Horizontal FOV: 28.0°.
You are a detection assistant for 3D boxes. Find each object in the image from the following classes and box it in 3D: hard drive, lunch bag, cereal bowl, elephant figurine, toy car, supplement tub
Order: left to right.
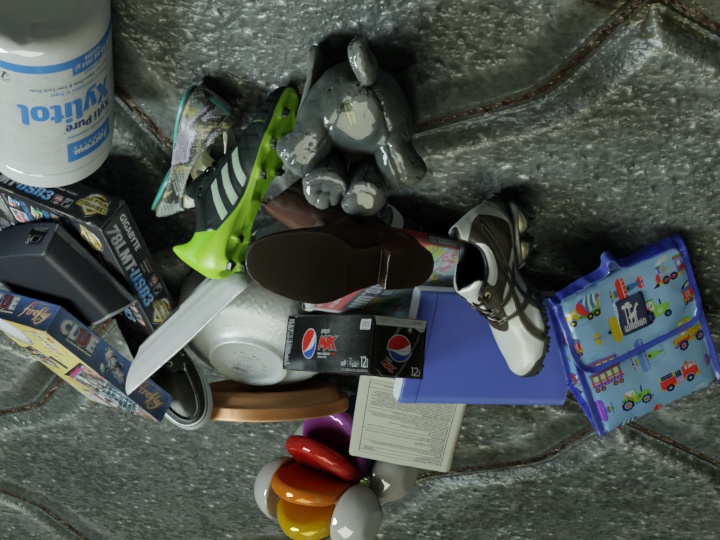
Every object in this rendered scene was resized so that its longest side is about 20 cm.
[{"bbox_3d":[-0.295,-0.186,1.341,0.132,0.132,0.200,12,146,1],"label":"supplement tub"},{"bbox_3d":[-0.336,0.009,1.570,0.135,0.042,0.200,47,153,-23],"label":"hard drive"},{"bbox_3d":[-0.123,0.077,1.701,0.199,0.083,0.200,8,145,5],"label":"cereal bowl"},{"bbox_3d":[-0.036,0.241,1.826,0.175,0.200,0.150,15,133,31],"label":"toy car"},{"bbox_3d":[-0.010,-0.144,1.335,0.155,0.200,0.142,-38,109,17],"label":"elephant figurine"},{"bbox_3d":[0.143,0.083,1.567,0.199,0.025,0.132,3,113,-20],"label":"hard drive"},{"bbox_3d":[0.280,0.053,1.509,0.150,0.094,0.200,-25,129,-2],"label":"lunch bag"}]

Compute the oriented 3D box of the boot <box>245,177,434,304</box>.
[{"bbox_3d":[-0.054,-0.037,1.315,0.186,0.200,0.064,5,110,-30],"label":"boot"}]

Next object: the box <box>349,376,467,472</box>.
[{"bbox_3d":[0.063,0.138,1.707,0.128,0.109,0.200,10,146,2],"label":"box"}]

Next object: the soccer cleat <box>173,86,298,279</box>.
[{"bbox_3d":[-0.121,-0.091,1.395,0.081,0.200,0.068,24,-178,22],"label":"soccer cleat"}]

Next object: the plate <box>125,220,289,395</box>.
[{"bbox_3d":[-0.157,0.027,1.517,0.032,0.200,0.199,46,116,-6],"label":"plate"}]

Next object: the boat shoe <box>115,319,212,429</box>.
[{"bbox_3d":[-0.239,0.096,1.681,0.069,0.200,0.057,-30,169,4],"label":"boat shoe"}]

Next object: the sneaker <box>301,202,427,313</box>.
[{"bbox_3d":[0.000,0.000,1.566,0.079,0.074,0.200,25,144,-26],"label":"sneaker"}]

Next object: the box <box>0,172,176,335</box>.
[{"bbox_3d":[-0.311,-0.028,1.581,0.198,0.050,0.200,20,150,28],"label":"box"}]

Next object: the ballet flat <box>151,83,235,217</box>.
[{"bbox_3d":[-0.165,-0.106,1.462,0.072,0.072,0.200,17,144,-7],"label":"ballet flat"}]

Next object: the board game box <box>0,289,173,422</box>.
[{"bbox_3d":[-0.318,0.096,1.617,0.135,0.035,0.200,11,154,42],"label":"board game box"}]

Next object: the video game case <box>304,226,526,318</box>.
[{"bbox_3d":[0.058,0.009,1.525,0.200,0.017,0.143,9,143,-37],"label":"video game case"}]

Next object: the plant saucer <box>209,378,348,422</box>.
[{"bbox_3d":[-0.114,0.155,1.767,0.200,0.032,0.200,-2,-176,0],"label":"plant saucer"}]

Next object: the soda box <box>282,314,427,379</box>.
[{"bbox_3d":[-0.008,0.081,1.554,0.071,0.064,0.200,7,175,-29],"label":"soda box"}]

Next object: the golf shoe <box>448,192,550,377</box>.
[{"bbox_3d":[0.134,0.025,1.473,0.078,0.094,0.201,14,122,55],"label":"golf shoe"}]
